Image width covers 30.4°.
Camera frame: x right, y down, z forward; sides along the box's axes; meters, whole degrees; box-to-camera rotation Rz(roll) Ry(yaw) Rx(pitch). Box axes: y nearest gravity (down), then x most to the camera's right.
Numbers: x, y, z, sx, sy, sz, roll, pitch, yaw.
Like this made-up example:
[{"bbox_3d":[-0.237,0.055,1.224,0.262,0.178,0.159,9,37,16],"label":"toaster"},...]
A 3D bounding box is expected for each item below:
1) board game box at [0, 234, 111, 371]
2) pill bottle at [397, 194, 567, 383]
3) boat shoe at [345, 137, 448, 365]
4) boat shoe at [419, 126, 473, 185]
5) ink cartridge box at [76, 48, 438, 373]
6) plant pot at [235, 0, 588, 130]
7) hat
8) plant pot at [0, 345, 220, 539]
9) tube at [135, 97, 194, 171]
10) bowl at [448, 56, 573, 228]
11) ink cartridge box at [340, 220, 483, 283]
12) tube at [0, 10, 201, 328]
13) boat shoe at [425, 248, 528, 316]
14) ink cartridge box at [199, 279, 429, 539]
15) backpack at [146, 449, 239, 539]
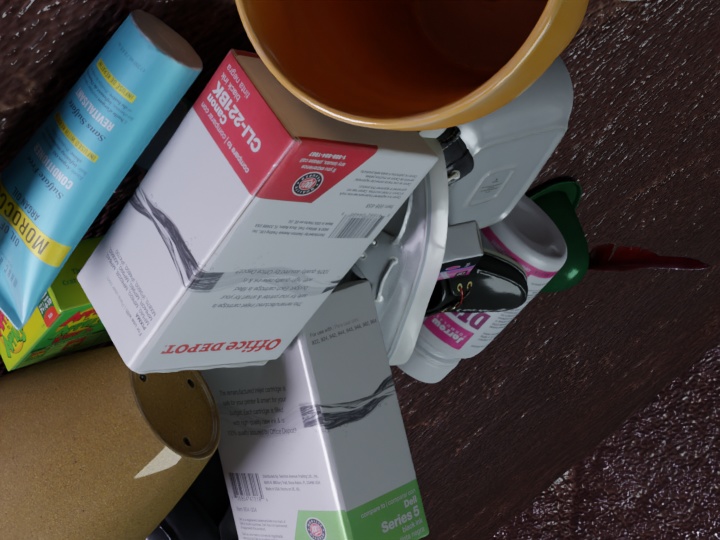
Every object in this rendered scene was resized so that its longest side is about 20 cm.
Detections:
[{"bbox_3d":[-0.164,0.008,0.976,0.199,0.048,0.101,-17,164,-43],"label":"board game box"},{"bbox_3d":[0.110,0.017,1.370,0.113,0.114,0.200,-6,143,-53],"label":"pill bottle"},{"bbox_3d":[0.018,-0.012,1.014,0.068,0.072,0.202,0,132,-17],"label":"boat shoe"},{"bbox_3d":[-0.002,-0.055,1.062,0.199,0.061,0.074,-33,-161,11],"label":"boat shoe"},{"bbox_3d":[-0.068,-0.032,0.855,0.143,0.084,0.201,0,136,-52],"label":"ink cartridge box"},{"bbox_3d":[0.052,-0.180,0.773,0.200,0.201,0.183,-45,166,20],"label":"plant pot"},{"bbox_3d":[0.233,0.014,1.469,0.164,0.177,0.201,-22,155,-33],"label":"hat"},{"bbox_3d":[-0.204,0.138,0.956,0.199,0.188,0.186,-31,163,24],"label":"plant pot"},{"bbox_3d":[-0.104,-0.080,0.930,0.077,0.051,0.200,-35,166,9],"label":"tube"},{"bbox_3d":[0.094,-0.099,1.163,0.199,0.075,0.200,-16,149,-41],"label":"bowl"},{"bbox_3d":[0.000,0.000,1.109,0.197,0.038,0.095,-10,172,-4],"label":"ink cartridge box"},{"bbox_3d":[-0.174,-0.063,0.800,0.200,0.078,0.050,-49,159,18],"label":"tube"},{"bbox_3d":[0.072,0.015,1.250,0.199,0.063,0.074,9,125,-22],"label":"boat shoe"},{"bbox_3d":[-0.043,0.117,1.016,0.083,0.203,0.145,-15,-176,-41],"label":"ink cartridge box"},{"bbox_3d":[-0.156,0.191,1.191,0.198,0.191,0.155,-26,153,-23],"label":"backpack"}]
